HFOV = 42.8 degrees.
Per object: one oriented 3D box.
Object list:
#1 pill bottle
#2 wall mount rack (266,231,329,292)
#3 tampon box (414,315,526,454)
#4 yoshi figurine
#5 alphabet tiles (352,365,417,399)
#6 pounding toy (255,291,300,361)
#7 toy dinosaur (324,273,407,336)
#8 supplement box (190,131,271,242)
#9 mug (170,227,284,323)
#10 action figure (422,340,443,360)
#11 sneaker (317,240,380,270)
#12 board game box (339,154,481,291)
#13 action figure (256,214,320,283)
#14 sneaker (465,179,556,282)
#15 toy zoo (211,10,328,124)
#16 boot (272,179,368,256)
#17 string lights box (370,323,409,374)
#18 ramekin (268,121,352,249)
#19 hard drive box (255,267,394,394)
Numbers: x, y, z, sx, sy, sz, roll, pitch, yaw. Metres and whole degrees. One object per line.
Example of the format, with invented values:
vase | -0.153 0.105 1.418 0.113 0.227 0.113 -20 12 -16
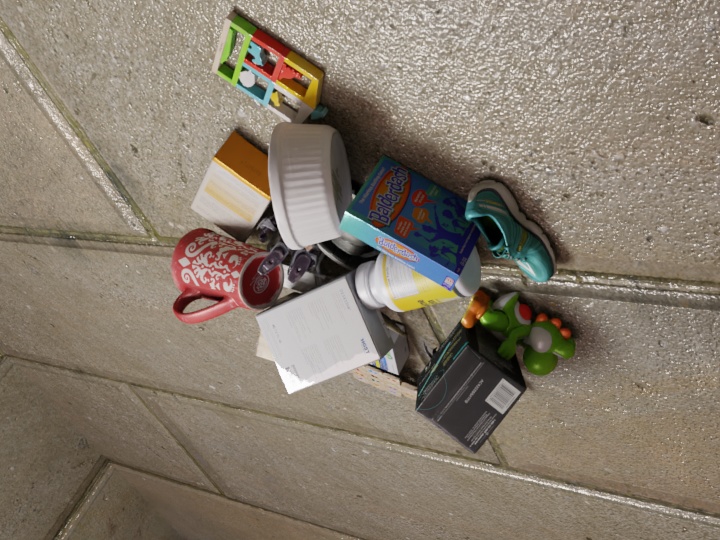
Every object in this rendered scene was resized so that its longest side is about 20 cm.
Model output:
pill bottle | 0.094 0.006 1.534 0.198 0.113 0.112 -15 128 32
wall mount rack | -0.109 0.013 1.802 0.197 0.075 0.175 18 142 23
tampon box | 0.189 0.194 1.600 0.126 0.151 0.200 36 -168 -3
yoshi figurine | 0.270 0.119 1.589 0.198 0.113 0.112 25 155 7
alphabet tiles | 0.035 0.229 1.974 0.197 0.015 0.196 22 165 11
pounding toy | -0.115 0.133 1.789 0.197 0.184 0.145 15 102 15
toy dinosaur | 0.009 0.087 1.701 0.199 0.089 0.047 41 139 -17
supplement box | -0.222 -0.147 1.672 0.125 0.074 0.200 35 148 -6
mug | -0.247 0.023 1.704 0.198 0.181 0.132 13 178 44
action figure | 0.201 0.203 1.763 0.197 0.103 0.119 17 157 19
sneaker | 0.000 0.000 1.681 0.198 0.076 0.116 28 146 3
board game box | 0.086 -0.077 1.426 0.198 0.153 0.045 28 140 4
action figure | -0.127 -0.043 1.630 0.129 0.200 0.070 30 108 -9
sneaker | 0.226 -0.047 1.417 0.200 0.080 0.077 45 144 -22
toy zoo | -0.135 -0.303 1.436 0.198 0.021 0.131 33 148 -2
boot | -0.053 -0.122 1.592 0.198 0.068 0.132 27 136 8
string lights box | -0.003 0.134 1.882 0.197 0.059 0.103 17 147 24
ramekin | -0.074 -0.138 1.450 0.093 0.205 0.204 -6 138 10
hard drive box | -0.063 0.108 1.621 0.198 0.077 0.158 -23 93 25
